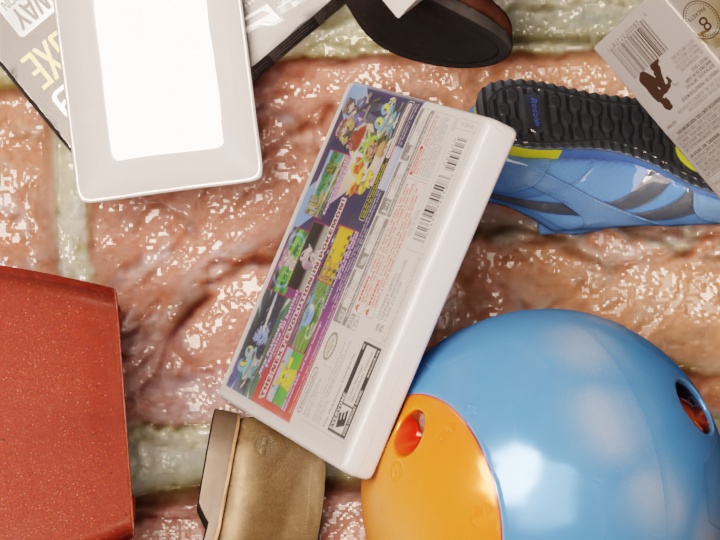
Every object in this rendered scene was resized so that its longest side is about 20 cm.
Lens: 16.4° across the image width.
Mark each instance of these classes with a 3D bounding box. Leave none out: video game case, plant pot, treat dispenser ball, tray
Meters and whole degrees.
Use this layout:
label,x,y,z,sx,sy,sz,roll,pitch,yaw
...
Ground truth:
label,x,y,z,sx,sy,sz,roll,pitch,yaw
video game case,0.000,0.000,1.376,0.023,0.182,0.201,23,90,-27
plant pot,-0.217,0.085,1.383,0.175,0.200,0.201,-5,88,-6
treat dispenser ball,0.099,0.121,1.344,0.200,0.201,0.202,0,88,4
tray,-0.118,-0.143,1.410,0.107,0.022,0.201,-7,88,4

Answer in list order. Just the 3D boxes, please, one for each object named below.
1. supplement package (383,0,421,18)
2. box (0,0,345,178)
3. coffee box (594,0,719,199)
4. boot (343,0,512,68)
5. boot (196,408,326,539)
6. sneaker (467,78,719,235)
label,x,y,z,sx,sy,sz,roll,pitch,yaw
supplement package,0.064,-0.269,1.326,0.152,0.151,0.200,49,51,0
box,-0.119,-0.167,1.447,0.200,0.050,0.158,-39,87,2
coffee box,0.242,-0.090,1.377,0.113,0.080,0.200,-39,88,-31
boot,0.028,-0.229,1.421,0.187,0.069,0.201,24,62,-1
boot,-0.065,0.185,1.424,0.075,0.074,0.201,10,87,-5
sneaker,0.147,-0.053,1.425,0.199,0.079,0.066,10,46,-9
